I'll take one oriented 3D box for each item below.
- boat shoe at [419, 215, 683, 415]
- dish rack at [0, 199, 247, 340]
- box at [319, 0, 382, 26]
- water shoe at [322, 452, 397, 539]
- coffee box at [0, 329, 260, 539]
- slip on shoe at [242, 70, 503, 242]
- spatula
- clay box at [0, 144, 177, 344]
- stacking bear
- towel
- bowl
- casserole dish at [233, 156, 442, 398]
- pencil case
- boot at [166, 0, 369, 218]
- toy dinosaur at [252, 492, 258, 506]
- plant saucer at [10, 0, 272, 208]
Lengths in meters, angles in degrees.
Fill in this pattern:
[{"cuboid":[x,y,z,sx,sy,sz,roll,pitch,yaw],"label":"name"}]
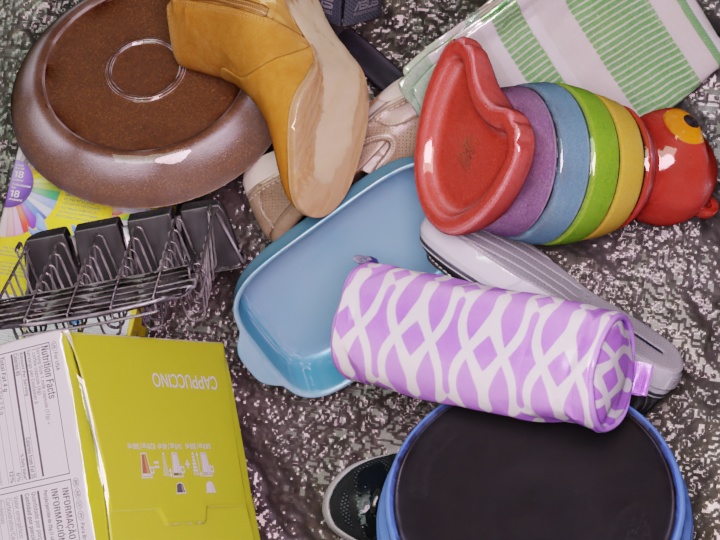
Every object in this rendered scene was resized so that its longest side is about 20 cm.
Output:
[{"cuboid":[0.115,0.036,1.596,0.200,0.072,0.071,35,113,1],"label":"boat shoe"},{"cuboid":[-0.159,0.009,1.564,0.153,0.200,0.055,-12,108,6],"label":"dish rack"},{"cuboid":[-0.072,-0.265,1.667,0.200,0.051,0.158,18,113,31],"label":"box"},{"cuboid":[0.069,0.156,1.595,0.199,0.079,0.072,6,79,13],"label":"water shoe"},{"cuboid":[-0.197,0.156,1.547,0.197,0.200,0.201,-15,80,26],"label":"coffee box"},{"cuboid":[0.015,-0.079,1.656,0.200,0.076,0.061,-25,62,9],"label":"slip on shoe"},{"cuboid":[-0.025,-0.177,1.716,0.200,0.021,0.057,42,93,15],"label":"spatula"},{"cuboid":[-0.194,-0.023,1.703,0.115,0.048,0.201,10,78,12],"label":"clay box"},{"cuboid":[0.146,-0.071,1.586,0.114,0.200,0.122,-65,36,34],"label":"stacking bear"},{"cuboid":[0.138,-0.135,1.626,0.200,0.023,0.153,-39,117,-2],"label":"towel"},{"cuboid":[0.109,0.152,1.524,0.200,0.039,0.201,-2,52,3],"label":"bowl"},{"cuboid":[0.000,0.000,1.635,0.200,0.121,0.039,-36,33,1],"label":"casserole dish"},{"cuboid":[0.077,0.049,1.537,0.200,0.085,0.084,13,80,27],"label":"pencil case"},{"cuboid":[-0.068,-0.135,1.622,0.144,0.071,0.202,0,88,42],"label":"boot"},{"cuboid":[-0.139,0.148,1.650,0.101,0.058,0.200,-39,73,2],"label":"toy dinosaur"},{"cuboid":[-0.148,-0.132,1.689,0.200,0.032,0.201,-2,57,4],"label":"plant saucer"}]
